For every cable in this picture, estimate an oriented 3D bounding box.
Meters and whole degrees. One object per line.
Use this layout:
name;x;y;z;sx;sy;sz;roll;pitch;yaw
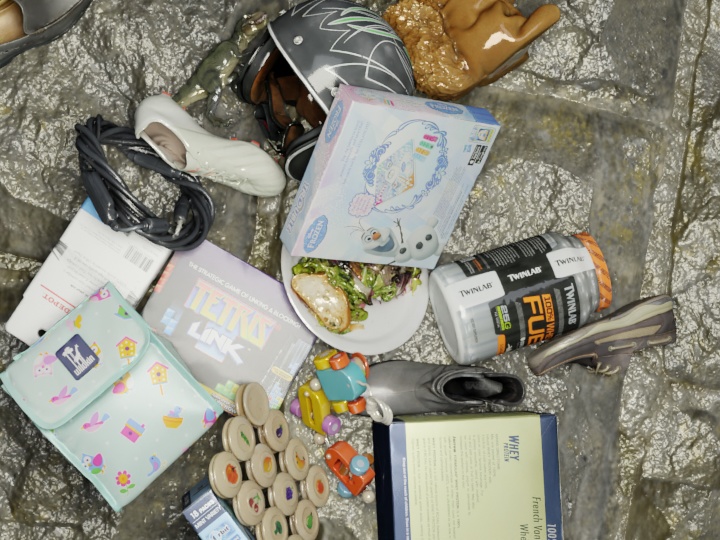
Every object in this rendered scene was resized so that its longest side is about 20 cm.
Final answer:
cable;-0.249;-0.109;1.632;0.162;0.051;0.201;1;46;-44

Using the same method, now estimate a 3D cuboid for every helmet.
helmet;-0.033;-0.215;1.622;0.199;0.201;0.191;33;126;-5

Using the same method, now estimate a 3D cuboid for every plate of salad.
plate of salad;0.000;0.000;1.680;0.198;0.048;0.202;10;67;-25

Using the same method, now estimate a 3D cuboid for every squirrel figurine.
squirrel figurine;0.105;-0.310;1.701;0.199;0.142;0.187;-34;85;-11

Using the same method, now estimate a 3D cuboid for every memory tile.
memory tile;-0.098;0.239;1.613;0.201;0.017;0.154;56;35;-32

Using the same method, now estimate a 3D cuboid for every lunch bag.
lunch bag;-0.276;0.135;1.572;0.170;0.122;0.200;-41;100;-6

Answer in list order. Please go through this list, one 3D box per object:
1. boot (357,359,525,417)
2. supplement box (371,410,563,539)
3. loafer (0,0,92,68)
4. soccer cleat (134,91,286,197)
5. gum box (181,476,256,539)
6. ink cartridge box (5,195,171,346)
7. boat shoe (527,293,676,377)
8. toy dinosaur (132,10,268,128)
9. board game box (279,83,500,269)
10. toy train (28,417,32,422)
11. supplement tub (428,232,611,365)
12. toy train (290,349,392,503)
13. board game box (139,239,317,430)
boot;0.085;0.136;1.669;0.198;0.132;0.071;-7;88;-8
supplement box;0.124;0.269;1.664;0.197;0.134;0.202;-3;87;-8
loafer;-0.391;-0.297;1.659;0.200;0.072;0.073;-40;91;-9
soccer cleat;-0.178;-0.132;1.661;0.199;0.069;0.078;30;40;-18
gum box;-0.127;0.331;1.608;0.044;0.170;0.201;-38;92;-7
ink cartridge box;-0.311;0.013;1.651;0.115;0.068;0.201;34;85;-5
boat shoe;0.302;0.094;1.732;0.198;0.074;0.074;-22;89;-8
toy dinosaur;-0.170;-0.221;1.702;0.200;0.047;0.088;-43;89;-5
board game box;0.032;-0.100;1.594;0.197;0.043;0.201;5;123;-33
toy train;-0.294;0.182;1.656;0.198;0.046;0.034;12;85;-7
supplement tub;0.191;0.028;1.695;0.198;0.123;0.124;-18;89;-8
toy train;-0.008;0.172;1.653;0.055;0.201;0.150;-32;66;-35
board game box;-0.159;0.073;1.677;0.199;0.057;0.166;29;84;-5
